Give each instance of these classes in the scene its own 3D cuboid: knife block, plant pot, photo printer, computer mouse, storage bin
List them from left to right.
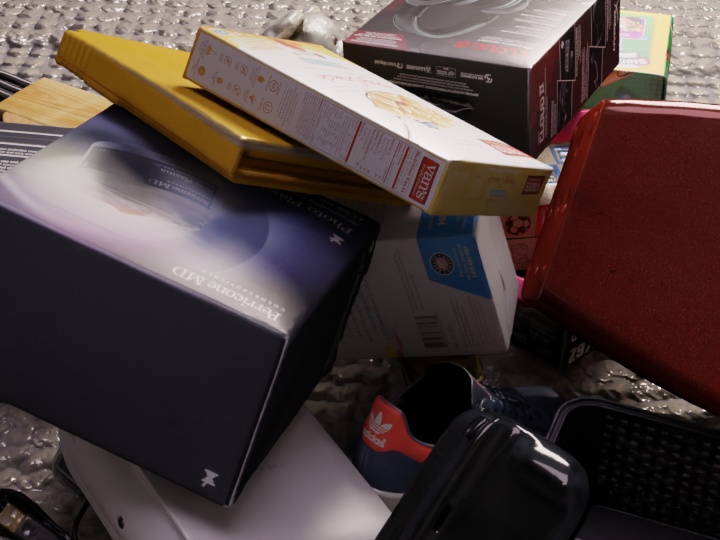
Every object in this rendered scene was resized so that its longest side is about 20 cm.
[{"bbox_3d":[-0.272,-0.130,1.401,0.197,0.065,0.176,-7,36,-13],"label":"knife block"},{"bbox_3d":[-0.166,0.134,1.037,0.109,0.044,0.201,27,33,0],"label":"computer mouse"},{"bbox_3d":[-0.086,0.132,0.979,0.165,0.070,0.200,-2,37,-40],"label":"photo printer"},{"bbox_3d":[0.212,-0.016,1.047,0.174,0.202,0.200,18,0,1],"label":"plant pot"},{"bbox_3d":[0.199,0.173,0.959,0.198,0.095,0.135,13,36,18],"label":"storage bin"}]

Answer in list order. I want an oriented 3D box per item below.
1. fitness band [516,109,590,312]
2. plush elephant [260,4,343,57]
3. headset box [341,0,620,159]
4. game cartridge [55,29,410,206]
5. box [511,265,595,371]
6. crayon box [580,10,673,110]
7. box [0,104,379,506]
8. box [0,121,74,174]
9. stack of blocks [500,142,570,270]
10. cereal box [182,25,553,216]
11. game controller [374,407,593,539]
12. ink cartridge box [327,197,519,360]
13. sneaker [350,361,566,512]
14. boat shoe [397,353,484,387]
[{"bbox_3d":[0.160,-0.045,1.153,0.197,0.146,0.037,-6,-4,-9],"label":"fitness band"},{"bbox_3d":[-0.027,-0.134,1.242,0.197,0.157,0.165,10,22,3],"label":"plush elephant"},{"bbox_3d":[0.088,-0.154,1.142,0.147,0.078,0.200,12,34,26],"label":"headset box"},{"bbox_3d":[-0.081,-0.100,1.021,0.199,0.033,0.175,32,17,39],"label":"game cartridge"},{"bbox_3d":[0.141,-0.013,1.265,0.159,0.050,0.199,-25,43,-36],"label":"box"},{"bbox_3d":[0.156,-0.171,1.296,0.197,0.059,0.119,7,34,11],"label":"crayon box"},{"bbox_3d":[-0.116,0.011,0.946,0.198,0.124,0.199,24,26,6],"label":"box"},{"bbox_3d":[-0.284,-0.013,1.179,0.197,0.124,0.199,5,36,3],"label":"box"},{"bbox_3d":[0.146,-0.082,1.269,0.114,0.059,0.201,-4,34,-7],"label":"stack of blocks"},{"bbox_3d":[0.006,-0.092,0.974,0.199,0.040,0.143,30,16,26],"label":"cereal box"},{"bbox_3d":[0.050,0.179,0.905,0.104,0.042,0.201,30,83,27],"label":"game controller"},{"bbox_3d":[0.000,0.000,1.084,0.197,0.116,0.068,-3,44,19],"label":"ink cartridge box"},{"bbox_3d":[0.078,0.097,1.055,0.075,0.086,0.199,29,31,36],"label":"sneaker"},{"bbox_3d":[0.045,0.028,1.182,0.071,0.069,0.200,-13,37,-19],"label":"boat shoe"}]
